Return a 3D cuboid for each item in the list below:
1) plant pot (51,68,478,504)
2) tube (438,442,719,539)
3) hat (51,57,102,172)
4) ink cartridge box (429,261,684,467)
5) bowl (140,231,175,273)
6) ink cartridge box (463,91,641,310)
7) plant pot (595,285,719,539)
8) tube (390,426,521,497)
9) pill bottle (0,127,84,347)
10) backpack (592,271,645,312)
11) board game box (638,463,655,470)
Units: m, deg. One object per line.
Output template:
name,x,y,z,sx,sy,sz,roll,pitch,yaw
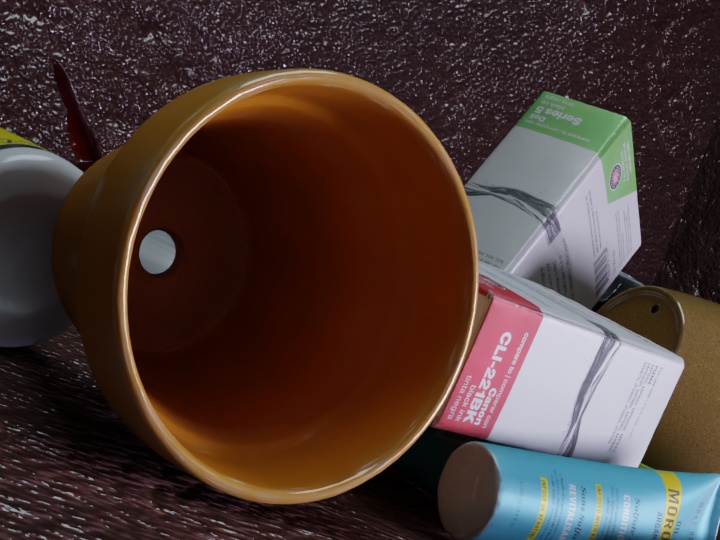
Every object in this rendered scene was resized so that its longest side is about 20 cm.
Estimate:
plant pot,-0.071,0.000,0.687,0.199,0.203,0.182,21,-6,-34
tube,0.134,0.140,0.753,0.198,0.078,0.050,16,1,-33
hat,-0.241,-0.092,1.406,0.164,0.178,0.200,23,2,23
ink cartridge box,0.082,0.046,0.817,0.199,0.085,0.144,18,9,-42
bowl,-0.153,0.014,1.078,0.199,0.075,0.199,25,4,33
ink cartridge box,0.129,-0.014,1.023,0.083,0.200,0.146,24,-31,32
plant pot,0.253,0.100,0.974,0.199,0.188,0.186,37,-7,-33
tube,0.043,0.119,0.868,0.077,0.051,0.200,27,-7,-20
pill bottle,-0.240,-0.035,0.803,0.112,0.114,0.199,20,2,-40
backpack,0.194,0.086,1.211,0.198,0.193,0.154,23,5,13
board game box,0.128,0.137,0.943,0.199,0.048,0.102,23,-11,34
